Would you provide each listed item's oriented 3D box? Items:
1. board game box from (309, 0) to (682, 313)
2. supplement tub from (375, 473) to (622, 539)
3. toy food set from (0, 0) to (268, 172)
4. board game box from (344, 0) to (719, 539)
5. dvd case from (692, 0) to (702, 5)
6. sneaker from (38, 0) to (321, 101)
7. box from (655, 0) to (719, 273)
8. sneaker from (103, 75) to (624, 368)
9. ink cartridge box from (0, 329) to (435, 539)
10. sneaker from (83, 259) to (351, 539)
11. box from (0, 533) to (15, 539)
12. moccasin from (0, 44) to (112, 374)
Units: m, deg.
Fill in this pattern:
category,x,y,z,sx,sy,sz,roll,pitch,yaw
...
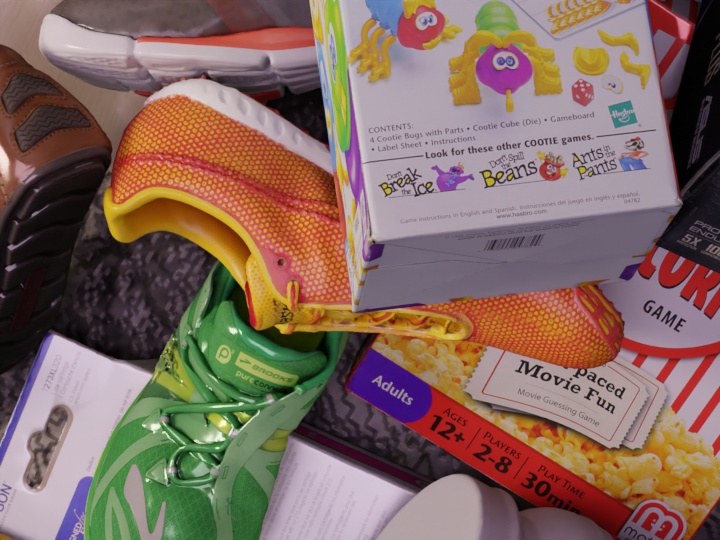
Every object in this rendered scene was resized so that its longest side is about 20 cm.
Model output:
category,x,y,z,sx,sy,sz,roll,pitch,yaw
board game box,0.036,-0.098,0.900,0.105,0.103,0.200,-6,76,-5
supplement tub,0.091,0.179,1.002,0.200,0.140,0.140,31,103,-15
toy food set,-0.085,-0.136,1.036,0.143,0.060,0.200,25,104,-10
board game box,0.109,0.000,1.021,0.151,0.046,0.200,31,109,-3
dvd case,0.122,-0.167,1.016,0.150,0.025,0.200,-8,98,9
sneaker,-0.024,-0.112,0.990,0.200,0.077,0.082,-6,83,-6
box,0.220,-0.056,0.932,0.200,0.086,0.164,24,60,-8
sneaker,0.000,0.000,0.964,0.200,0.073,0.077,21,69,7
ink cartridge box,-0.053,0.103,1.080,0.200,0.037,0.095,24,102,0
sneaker,-0.053,0.047,1.016,0.074,0.084,0.200,23,78,2
box,-0.116,0.185,1.084,0.200,0.041,0.119,22,120,1
moccasin,-0.158,-0.011,1.020,0.074,0.201,0.078,-26,69,-30
